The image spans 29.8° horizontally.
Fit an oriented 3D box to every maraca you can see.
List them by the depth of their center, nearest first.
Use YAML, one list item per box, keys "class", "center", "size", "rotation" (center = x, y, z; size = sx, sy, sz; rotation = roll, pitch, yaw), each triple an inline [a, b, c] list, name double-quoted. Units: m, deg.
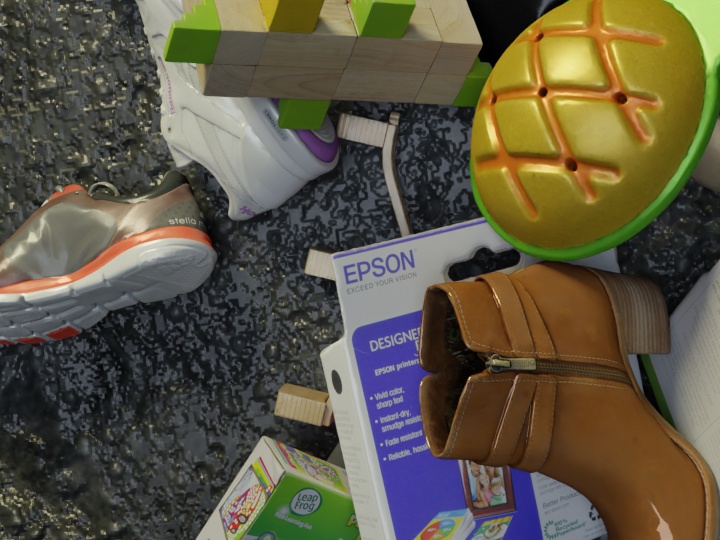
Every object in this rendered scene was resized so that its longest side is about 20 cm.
- class: "maraca"
  center: [0.135, -0.097, 0.721]
  size: [0.137, 0.107, 0.200]
  rotation: [44, 105, 34]

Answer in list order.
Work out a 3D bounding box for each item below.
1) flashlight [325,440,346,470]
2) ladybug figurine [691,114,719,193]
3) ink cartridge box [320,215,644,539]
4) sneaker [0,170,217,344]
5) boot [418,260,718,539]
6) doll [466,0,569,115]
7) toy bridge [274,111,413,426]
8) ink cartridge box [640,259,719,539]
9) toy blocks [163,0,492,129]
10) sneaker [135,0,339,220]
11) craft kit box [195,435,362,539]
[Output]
- class: "flashlight"
  center: [-0.003, 0.123, 0.837]
  size: [0.068, 0.068, 0.200]
  rotation: [38, 98, 46]
- class: "ladybug figurine"
  center: [0.235, -0.141, 0.772]
  size: [0.135, 0.072, 0.200]
  rotation: [20, 98, 6]
- class: "ink cartridge box"
  center: [0.077, 0.068, 0.775]
  size: [0.198, 0.043, 0.201]
  rotation: [-13, 95, -30]
- class: "sneaker"
  center: [-0.187, -0.010, 0.857]
  size: [0.200, 0.077, 0.082]
  rotation: [-14, 66, 8]
- class: "boot"
  center: [0.109, 0.093, 0.719]
  size: [0.155, 0.077, 0.201]
  rotation: [-1, 83, -35]
- class: "doll"
  center: [0.109, -0.169, 0.795]
  size: [0.136, 0.048, 0.200]
  rotation: [21, 101, 27]
- class: "toy bridge"
  center: [0.000, 0.000, 0.841]
  size: [0.067, 0.027, 0.201]
  rotation: [14, 97, 6]
- class: "ink cartridge box"
  center: [0.235, 0.058, 0.700]
  size: [0.076, 0.200, 0.148]
  rotation: [-6, 62, -17]
- class: "toy blocks"
  center: [-0.024, -0.165, 0.775]
  size: [0.200, 0.100, 0.137]
  rotation: [0, 54, -22]
- class: "sneaker"
  center: [-0.102, -0.120, 0.821]
  size: [0.100, 0.075, 0.200]
  rotation: [-39, 81, 27]
- class: "craft kit box"
  center: [-0.026, 0.218, 0.804]
  size: [0.200, 0.049, 0.198]
  rotation: [28, 102, -33]
